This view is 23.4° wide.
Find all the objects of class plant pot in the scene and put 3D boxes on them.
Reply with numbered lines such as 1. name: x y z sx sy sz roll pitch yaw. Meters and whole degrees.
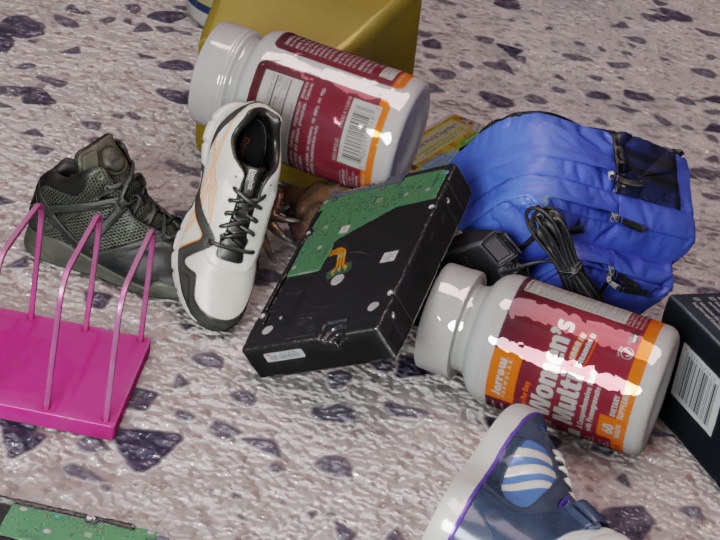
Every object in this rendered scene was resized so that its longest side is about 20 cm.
1. plant pot: -0.068 -0.200 1.779 0.198 0.202 0.177 19 38 16

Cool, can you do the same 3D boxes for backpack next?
1. backpack: 0.181 -0.046 1.548 0.198 0.162 0.169 19 52 -26

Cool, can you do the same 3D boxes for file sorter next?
1. file sorter: -0.264 0.023 1.328 0.198 0.127 0.139 11 26 1

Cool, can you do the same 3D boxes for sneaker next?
1. sneaker: -0.109 -0.050 1.463 0.073 0.203 0.080 10 -9 -22
2. sneaker: 0.138 0.181 1.240 0.145 0.081 0.200 27 26 13
3. sneaker: -0.192 -0.046 1.506 0.197 0.115 0.076 18 29 8

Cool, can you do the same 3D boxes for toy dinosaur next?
1. toy dinosaur: -0.033 -0.030 1.571 0.199 0.087 0.135 31 32 27

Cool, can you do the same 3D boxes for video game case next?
1. video game case: 0.129 -0.104 1.842 0.181 0.023 0.200 23 30 22

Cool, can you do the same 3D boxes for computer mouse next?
1. computer mouse: 0.120 0.020 1.501 0.199 0.141 0.046 -20 20 35

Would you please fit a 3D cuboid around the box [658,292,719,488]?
1. box: 0.361 0.097 1.443 0.198 0.108 0.149 -1 29 -21

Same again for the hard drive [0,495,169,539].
1. hard drive: -0.230 0.197 1.100 0.198 0.038 0.140 11 27 1

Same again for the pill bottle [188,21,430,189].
1. pill bottle: -0.047 -0.147 1.563 0.198 0.115 0.114 20 28 11

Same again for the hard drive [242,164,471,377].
1. hard drive: 0.000 0.000 1.426 0.139 0.038 0.201 -11 37 34

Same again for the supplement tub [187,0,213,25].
1. supplement tub: -0.130 -0.398 2.114 0.143 0.202 0.145 9 26 -4

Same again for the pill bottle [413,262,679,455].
1. pill bottle: 0.150 0.068 1.416 0.198 0.111 0.110 19 27 15
